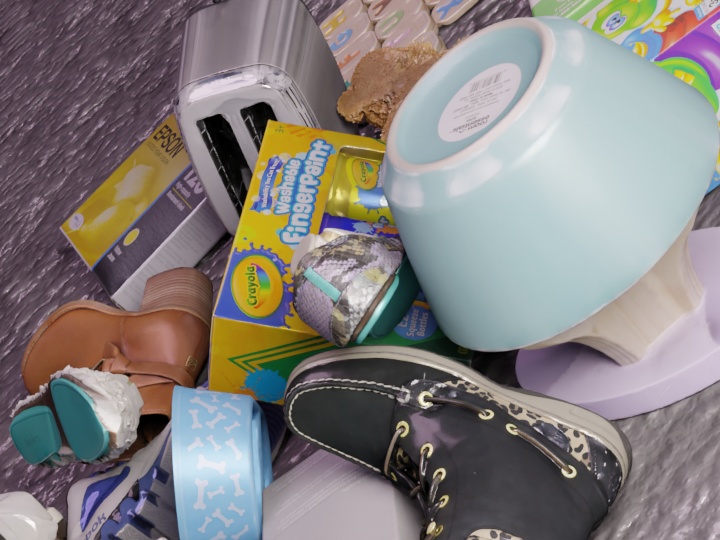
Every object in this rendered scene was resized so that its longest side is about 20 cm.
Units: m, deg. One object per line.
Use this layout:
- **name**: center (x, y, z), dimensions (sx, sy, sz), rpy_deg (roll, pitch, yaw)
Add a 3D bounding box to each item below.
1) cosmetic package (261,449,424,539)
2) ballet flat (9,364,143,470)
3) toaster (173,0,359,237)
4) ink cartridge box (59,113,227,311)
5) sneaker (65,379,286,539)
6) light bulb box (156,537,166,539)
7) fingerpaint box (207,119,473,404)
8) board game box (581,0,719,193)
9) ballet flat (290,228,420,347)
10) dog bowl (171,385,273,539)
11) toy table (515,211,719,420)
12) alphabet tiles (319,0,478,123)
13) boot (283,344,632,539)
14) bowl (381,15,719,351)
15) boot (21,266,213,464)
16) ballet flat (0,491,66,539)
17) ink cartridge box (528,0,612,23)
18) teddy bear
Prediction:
- **cosmetic package**: center (0.005, 0.184, 1.384), dimensions (0.107, 0.090, 0.201), rpy_deg (-34, 31, 20)
- **ballet flat**: center (-0.190, 0.097, 1.670), dimensions (0.072, 0.072, 0.200), rpy_deg (-56, 17, -21)
- **toaster**: center (-0.074, -0.118, 1.804), dimensions (0.113, 0.201, 0.130), rpy_deg (-13, 35, 13)
- **ink cartridge box**: center (-0.154, -0.067, 2.015), dimensions (0.200, 0.047, 0.198), rpy_deg (-48, 25, 0)
- **sneaker**: center (-0.147, 0.149, 1.656), dimensions (0.200, 0.081, 0.115), rpy_deg (-54, 30, -14)
- **light bulb box**: center (-0.154, 0.300, 1.399), dimensions (0.198, 0.125, 0.200), rpy_deg (-33, 28, 24)
- **fingerpaint box**: center (0.000, 0.000, 1.559), dimensions (0.166, 0.074, 0.201), rpy_deg (10, 43, 4)
- **board game box**: center (0.174, -0.098, 1.519), dimensions (0.200, 0.105, 0.103), rpy_deg (-37, 28, 17)
- **ballet flat**: center (-0.004, 0.002, 1.387), dimensions (0.072, 0.072, 0.200), rpy_deg (-42, -4, 7)
- **dog bowl**: center (-0.084, 0.131, 1.511), dimensions (0.049, 0.112, 0.200), rpy_deg (-4, -9, 1)
- **toy table**: center (0.146, 0.003, 1.403), dimensions (0.199, 0.117, 0.184), rpy_deg (-26, 32, 32)
- **alphabet tiles**: center (0.016, -0.192, 1.982), dimensions (0.195, 0.015, 0.200), rpy_deg (-39, 27, 12)
- **boot**: center (0.039, 0.121, 1.309), dimensions (0.202, 0.074, 0.154), rpy_deg (14, 37, 9)
- **bowl**: center (0.089, -0.065, 1.335), dimensions (0.200, 0.105, 0.201), rpy_deg (-33, 29, 21)
- **boot**: center (-0.195, 0.094, 1.829), dimensions (0.199, 0.077, 0.156), rpy_deg (-21, 38, 26)
- **ballet flat**: center (-0.241, 0.188, 1.660), dimensions (0.068, 0.068, 0.200), rpy_deg (-47, -8, -3)
- **ink cartridge box**: center (0.192, -0.223, 1.693), dimensions (0.145, 0.084, 0.200), rpy_deg (-37, 27, 16)
- **teddy bear**: center (0.074, -0.121, 1.757), dimensions (0.199, 0.067, 0.146), rpy_deg (-10, 52, 40)
